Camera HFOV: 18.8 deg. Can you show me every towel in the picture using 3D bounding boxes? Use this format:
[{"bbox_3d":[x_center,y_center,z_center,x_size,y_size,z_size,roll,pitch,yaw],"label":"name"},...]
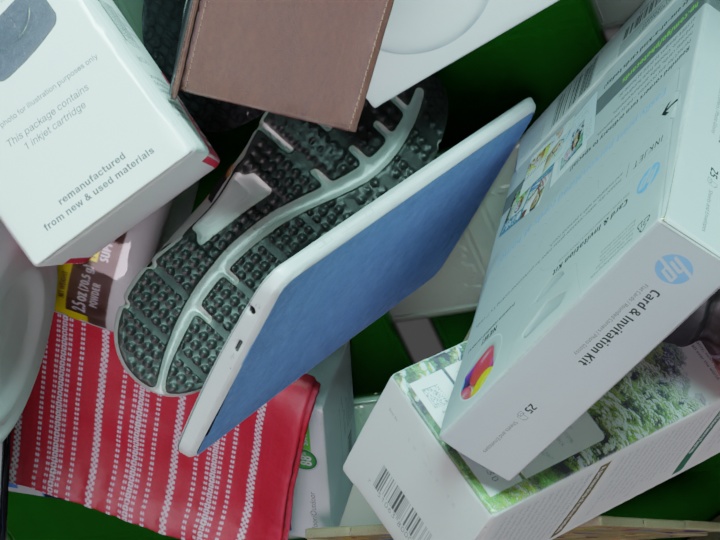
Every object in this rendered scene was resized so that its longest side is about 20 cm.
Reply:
[{"bbox_3d":[-0.123,0.079,1.123,0.198,0.023,0.145,18,131,4],"label":"towel"}]

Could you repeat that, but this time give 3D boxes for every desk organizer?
[{"bbox_3d":[-0.014,-0.159,0.833,0.076,0.072,0.201,13,124,-7],"label":"desk organizer"}]

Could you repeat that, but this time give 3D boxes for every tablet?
[{"bbox_3d":[0.000,0.000,0.980,0.014,0.200,0.131,42,135,12],"label":"tablet"}]

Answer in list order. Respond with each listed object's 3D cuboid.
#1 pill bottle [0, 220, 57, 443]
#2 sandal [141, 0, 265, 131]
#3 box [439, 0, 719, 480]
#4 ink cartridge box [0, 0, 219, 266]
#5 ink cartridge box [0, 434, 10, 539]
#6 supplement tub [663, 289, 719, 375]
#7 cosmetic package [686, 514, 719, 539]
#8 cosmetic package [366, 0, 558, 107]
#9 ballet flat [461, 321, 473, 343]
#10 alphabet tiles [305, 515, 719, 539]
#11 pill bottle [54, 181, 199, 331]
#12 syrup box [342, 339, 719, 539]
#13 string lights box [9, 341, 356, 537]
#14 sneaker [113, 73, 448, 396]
[{"bbox_3d":[-0.246,0.007,0.969,0.198,0.112,0.113,16,134,10],"label":"pill bottle"},{"bbox_3d":[-0.060,-0.158,0.967,0.074,0.045,0.202,3,117,8],"label":"sandal"},{"bbox_3d":[0.107,-0.031,0.907,0.041,0.201,0.156,32,132,-11],"label":"box"},{"bbox_3d":[-0.152,-0.106,0.914,0.084,0.145,0.201,-35,90,0],"label":"ink cartridge box"},{"bbox_3d":[-0.196,0.114,1.094,0.039,0.100,0.201,5,129,-8],"label":"ink cartridge box"},{"bbox_3d":[0.221,0.009,0.944,0.198,0.108,0.108,8,134,-6],"label":"supplement tub"},{"bbox_3d":[0.229,0.155,1.097,0.073,0.104,0.200,32,131,-10],"label":"cosmetic package"},{"bbox_3d":[0.013,-0.185,0.886,0.150,0.052,0.200,-30,117,19],"label":"cosmetic package"},{"bbox_3d":[0.057,0.085,1.121,0.067,0.063,0.201,18,134,1],"label":"ballet flat"},{"bbox_3d":[0.075,0.133,1.106,0.166,0.006,0.199,8,167,-44],"label":"alphabet tiles"},{"bbox_3d":[-0.183,-0.050,1.050,0.198,0.110,0.110,19,134,2],"label":"pill bottle"},{"bbox_3d":[0.099,0.063,0.988,0.079,0.199,0.082,53,144,22],"label":"syrup box"},{"bbox_3d":[-0.105,0.077,1.170,0.198,0.059,0.103,7,131,13],"label":"string lights box"},{"bbox_3d":[-0.042,-0.026,1.000,0.074,0.200,0.080,47,169,-5],"label":"sneaker"}]
